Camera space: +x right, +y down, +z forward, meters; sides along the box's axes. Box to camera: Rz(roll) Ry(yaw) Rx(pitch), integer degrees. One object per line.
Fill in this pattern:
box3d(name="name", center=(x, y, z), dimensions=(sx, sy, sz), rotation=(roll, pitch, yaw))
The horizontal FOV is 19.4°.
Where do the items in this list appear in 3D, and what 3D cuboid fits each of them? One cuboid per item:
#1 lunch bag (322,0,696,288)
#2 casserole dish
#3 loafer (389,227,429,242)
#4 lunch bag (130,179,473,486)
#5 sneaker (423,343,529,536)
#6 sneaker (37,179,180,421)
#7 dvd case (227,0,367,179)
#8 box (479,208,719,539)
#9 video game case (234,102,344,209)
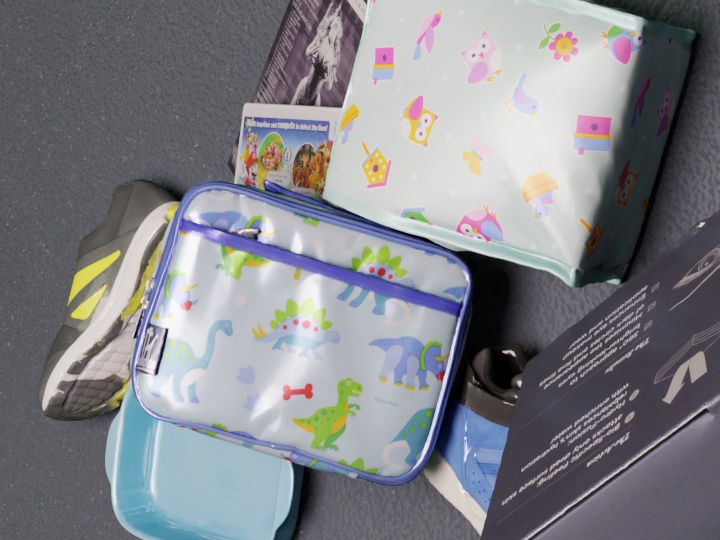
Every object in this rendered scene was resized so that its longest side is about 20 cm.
box3d(name="lunch bag", center=(0.080, -0.095, 1.277), dimensions=(0.199, 0.122, 0.171), rotation=(19, 100, 27))
box3d(name="casserole dish", center=(-0.106, 0.141, 1.506), dimensions=(0.199, 0.039, 0.122), rotation=(8, 91, 43))
box3d(name="loafer", center=(0.000, 0.000, 1.395), dimensions=(0.070, 0.068, 0.201), rotation=(16, 98, 42))
box3d(name="lunch bag", center=(-0.037, 0.035, 1.304), dimensions=(0.082, 0.199, 0.161), rotation=(170, 119, -86))
box3d(name="sneaker", center=(0.119, 0.120, 1.264), dimensions=(0.200, 0.076, 0.112), rotation=(43, 125, 44))
box3d(name="sneaker", center=(-0.184, 0.022, 1.578), dimensions=(0.200, 0.074, 0.085), rotation=(-56, 46, 13))
box3d(name="dvd case", center=(-0.031, -0.114, 1.427), dimensions=(0.149, 0.016, 0.201), rotation=(59, 135, 48))
box3d(name="box", center=(0.176, 0.089, 1.119), dimensions=(0.197, 0.117, 0.200), rotation=(-42, 14, 33))
box3d(name="video game case", center=(-0.051, -0.010, 1.406), dimensions=(0.143, 0.018, 0.201), rotation=(10, 94, 59))
